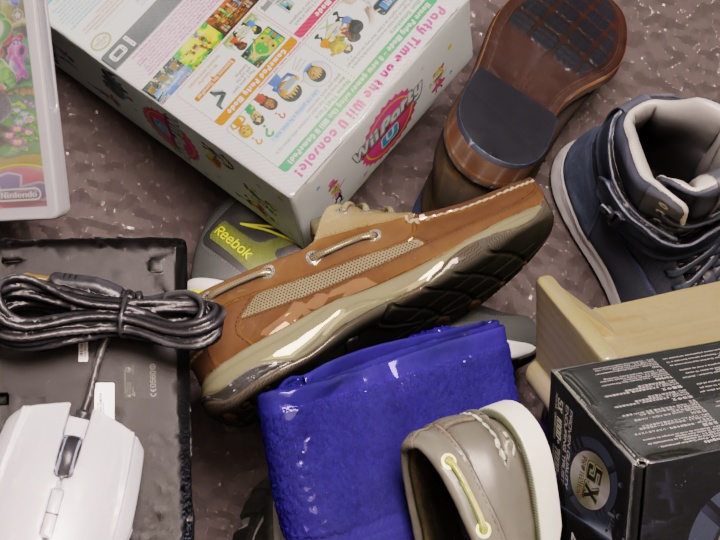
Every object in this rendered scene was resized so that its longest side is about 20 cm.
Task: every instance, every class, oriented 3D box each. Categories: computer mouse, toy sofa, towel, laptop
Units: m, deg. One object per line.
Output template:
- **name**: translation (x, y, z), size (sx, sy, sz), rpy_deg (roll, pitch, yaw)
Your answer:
- **computer mouse**: translation (-0.131, 0.098, 0.762), size (0.108, 0.044, 0.202), rpy_deg (12, 75, -5)
- **toy sofa**: translation (0.187, 0.045, 0.852), size (0.198, 0.083, 0.099), rpy_deg (-11, 121, -15)
- **towel**: translation (0.024, 0.135, 0.821), size (0.146, 0.049, 0.203), rpy_deg (-14, 95, -35)
- **laptop**: translation (-0.182, 0.083, 0.835), size (0.197, 0.103, 0.180), rpy_deg (-1, 77, -8)

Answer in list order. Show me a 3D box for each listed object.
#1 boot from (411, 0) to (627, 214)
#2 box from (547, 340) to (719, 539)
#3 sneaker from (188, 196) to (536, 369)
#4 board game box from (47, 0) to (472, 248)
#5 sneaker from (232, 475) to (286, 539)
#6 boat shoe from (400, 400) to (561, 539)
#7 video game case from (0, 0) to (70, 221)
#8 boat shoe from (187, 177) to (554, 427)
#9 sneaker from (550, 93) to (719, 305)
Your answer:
- **boot**: translation (0.083, -0.089, 0.963), size (0.074, 0.097, 0.200), rpy_deg (37, 44, 4)
- **box**: translation (0.189, 0.119, 0.788), size (0.198, 0.086, 0.166), rpy_deg (-8, 117, -17)
- **sneaker**: translation (0.004, 0.008, 0.913), size (0.197, 0.075, 0.086), rpy_deg (11, 74, -9)
- **board game box**: translation (-0.062, -0.129, 0.910), size (0.199, 0.064, 0.148), rpy_deg (36, 72, 19)
- **sneaker**: translation (-0.005, 0.197, 0.871), size (0.089, 0.078, 0.202), rpy_deg (-16, 86, -22)
- **boat shoe**: translation (0.060, 0.164, 0.773), size (0.060, 0.072, 0.204), rpy_deg (-10, 91, -28)
- **video game case**: translation (-0.223, -0.124, 0.859), size (0.141, 0.018, 0.203), rpy_deg (-2, 100, 17)
- **boat shoe**: translation (0.000, 0.000, 0.846), size (0.198, 0.076, 0.074), rpy_deg (-27, 70, -13)
- **sneaker**: translation (0.186, -0.001, 0.916), size (0.077, 0.146, 0.203), rpy_deg (-33, 86, -18)
